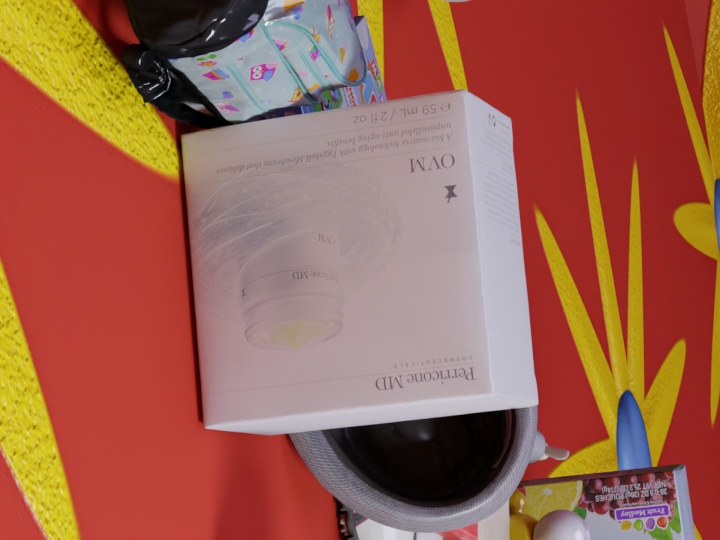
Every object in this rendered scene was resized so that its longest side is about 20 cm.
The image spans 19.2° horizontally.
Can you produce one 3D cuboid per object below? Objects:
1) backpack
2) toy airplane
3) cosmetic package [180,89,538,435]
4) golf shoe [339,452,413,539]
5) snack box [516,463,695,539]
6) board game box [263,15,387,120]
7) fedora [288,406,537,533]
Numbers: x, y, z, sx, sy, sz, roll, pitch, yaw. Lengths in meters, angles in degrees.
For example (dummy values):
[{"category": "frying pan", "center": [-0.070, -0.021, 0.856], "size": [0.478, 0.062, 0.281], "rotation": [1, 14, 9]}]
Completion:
[{"category": "backpack", "center": [-0.077, -0.170, 1.361], "size": [0.200, 0.126, 0.167], "rotation": [49, 34, -64]}, {"category": "toy airplane", "center": [0.112, 0.213, 1.717], "size": [0.199, 0.141, 0.200], "rotation": [-48, 128, -66]}, {"category": "cosmetic package", "center": [0.000, 0.000, 1.403], "size": [0.123, 0.199, 0.200], "rotation": [14, 69, -71]}, {"category": "golf shoe", "center": [0.031, 0.149, 1.614], "size": [0.077, 0.088, 0.200], "rotation": [32, 54, -68]}, {"category": "snack box", "center": [0.196, 0.265, 1.875], "size": [0.068, 0.200, 0.169], "rotation": [-4, 87, -71]}, {"category": "board game box", "center": [-0.017, -0.097, 1.647], "size": [0.200, 0.037, 0.151], "rotation": [-60, 138, -62]}, {"category": "fedora", "center": [0.033, 0.097, 1.554], "size": [0.200, 0.177, 0.090], "rotation": [41, -10, 0]}]
